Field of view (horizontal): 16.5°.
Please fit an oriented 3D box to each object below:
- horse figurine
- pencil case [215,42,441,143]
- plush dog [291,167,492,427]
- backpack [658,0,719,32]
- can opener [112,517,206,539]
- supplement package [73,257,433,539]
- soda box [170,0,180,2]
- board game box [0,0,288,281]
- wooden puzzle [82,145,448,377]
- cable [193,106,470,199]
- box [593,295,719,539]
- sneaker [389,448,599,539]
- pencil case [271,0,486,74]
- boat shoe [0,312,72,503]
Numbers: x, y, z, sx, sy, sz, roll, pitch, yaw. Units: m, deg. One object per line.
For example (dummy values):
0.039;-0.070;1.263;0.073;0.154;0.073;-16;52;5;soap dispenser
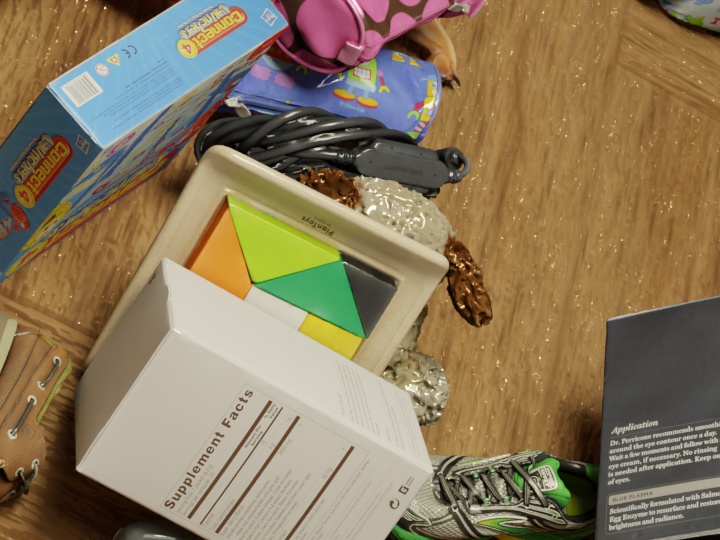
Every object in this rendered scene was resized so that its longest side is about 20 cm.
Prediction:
0.004;-0.239;1.984;0.132;0.050;0.200;-3;62;-38;horse figurine
-0.037;-0.141;1.878;0.200;0.078;0.087;13;54;-26;pencil case
0.000;0.000;1.749;0.200;0.172;0.161;24;51;-17;plush dog
0.354;-0.271;2.173;0.200;0.163;0.154;-7;74;-43;backpack
-0.073;0.207;1.643;0.200;0.067;0.053;16;55;-24;can opener
-0.073;0.105;1.621;0.200;0.120;0.121;30;16;-17;supplement package
-0.149;-0.247;1.830;0.200;0.063;0.070;20;46;15;soda box
-0.168;-0.097;1.688;0.056;0.196;0.200;49;49;3;board game box
-0.064;0.034;1.674;0.185;0.200;0.037;26;23;-16;wooden puzzle
-0.031;-0.085;1.799;0.200;0.163;0.051;7;88;-26;cable
0.262;0.156;1.803;0.197;0.117;0.200;50;37;-44;box
0.097;0.155;1.773;0.200;0.085;0.078;3;61;-31;sneaker
0.015;-0.205;1.856;0.094;0.091;0.200;52;38;4;pencil case
-0.233;0.115;1.595;0.068;0.072;0.200;27;51;-15;boat shoe
